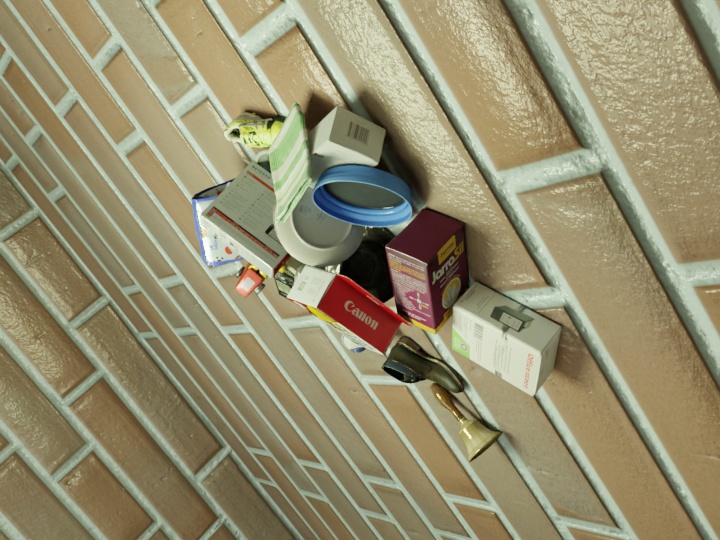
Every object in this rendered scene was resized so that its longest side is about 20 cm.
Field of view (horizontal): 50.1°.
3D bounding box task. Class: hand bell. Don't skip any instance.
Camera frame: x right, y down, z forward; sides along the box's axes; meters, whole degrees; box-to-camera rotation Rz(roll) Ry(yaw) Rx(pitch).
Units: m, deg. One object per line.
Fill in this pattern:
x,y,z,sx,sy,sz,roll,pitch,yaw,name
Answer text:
0.238,0.354,1.873,0.200,0.104,0.104,49,153,22,hand bell

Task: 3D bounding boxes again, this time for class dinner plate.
-0.080,-0.109,1.581,0.200,0.200,0.024,50,162,-6,dinner plate

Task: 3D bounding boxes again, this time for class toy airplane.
-0.192,-0.046,1.742,0.141,0.198,0.201,152,113,-70,toy airplane

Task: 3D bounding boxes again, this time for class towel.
-0.139,-0.210,1.500,0.023,0.201,0.153,11,142,-26,towel

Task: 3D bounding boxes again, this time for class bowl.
0.006,-0.144,1.497,0.199,0.040,0.201,9,160,3,bowl

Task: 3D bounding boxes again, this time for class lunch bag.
-0.299,-0.118,1.816,0.123,0.199,0.171,13,118,42,lunch bag

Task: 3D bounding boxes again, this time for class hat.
0.000,0.000,1.650,0.199,0.081,0.202,8,111,21,hat

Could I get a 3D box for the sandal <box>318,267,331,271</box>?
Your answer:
-0.072,-0.019,1.752,0.200,0.080,0.054,53,171,-19,sandal

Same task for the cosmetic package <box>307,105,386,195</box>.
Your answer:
-0.049,-0.225,1.484,0.112,0.082,0.200,21,156,-20,cosmetic package

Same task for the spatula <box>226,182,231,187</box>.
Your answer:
-0.207,-0.145,1.723,0.199,0.021,0.057,19,113,5,spatula

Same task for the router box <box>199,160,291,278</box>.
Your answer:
-0.212,-0.112,1.661,0.200,0.180,0.049,37,155,7,router box

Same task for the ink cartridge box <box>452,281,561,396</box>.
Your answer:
0.285,0.135,1.524,0.199,0.084,0.146,30,147,28,ink cartridge box

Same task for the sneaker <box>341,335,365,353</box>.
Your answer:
0.023,0.154,1.888,0.115,0.080,0.200,36,147,22,sneaker

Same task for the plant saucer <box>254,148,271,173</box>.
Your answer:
-0.142,-0.199,1.690,0.199,0.050,0.201,31,154,17,plant saucer

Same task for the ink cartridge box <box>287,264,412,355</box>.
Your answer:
-0.021,0.083,1.567,0.200,0.084,0.175,37,168,-30,ink cartridge box

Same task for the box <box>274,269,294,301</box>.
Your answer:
-0.121,0.017,1.901,0.199,0.086,0.164,25,144,33,box

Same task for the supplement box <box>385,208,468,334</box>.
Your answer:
0.136,0.003,1.512,0.103,0.131,0.201,25,145,33,supplement box

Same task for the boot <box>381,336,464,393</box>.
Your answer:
0.145,0.250,1.830,0.199,0.097,0.075,35,149,21,boot

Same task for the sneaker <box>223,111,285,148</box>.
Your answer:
-0.212,-0.288,1.660,0.199,0.076,0.076,16,137,40,sneaker
